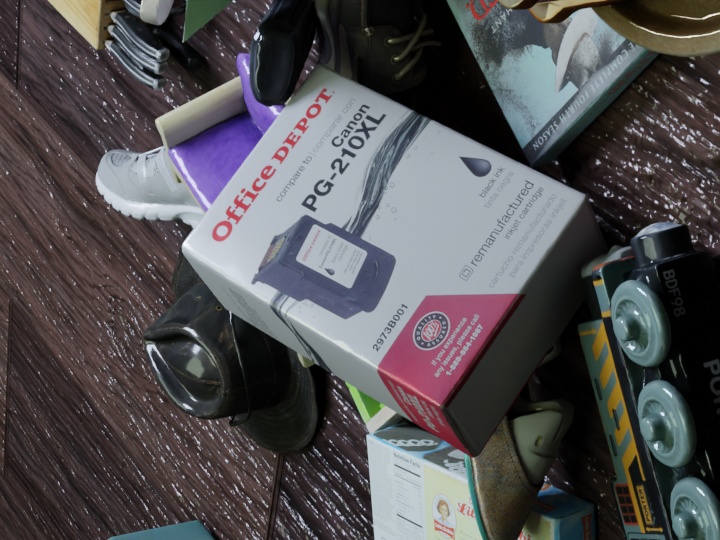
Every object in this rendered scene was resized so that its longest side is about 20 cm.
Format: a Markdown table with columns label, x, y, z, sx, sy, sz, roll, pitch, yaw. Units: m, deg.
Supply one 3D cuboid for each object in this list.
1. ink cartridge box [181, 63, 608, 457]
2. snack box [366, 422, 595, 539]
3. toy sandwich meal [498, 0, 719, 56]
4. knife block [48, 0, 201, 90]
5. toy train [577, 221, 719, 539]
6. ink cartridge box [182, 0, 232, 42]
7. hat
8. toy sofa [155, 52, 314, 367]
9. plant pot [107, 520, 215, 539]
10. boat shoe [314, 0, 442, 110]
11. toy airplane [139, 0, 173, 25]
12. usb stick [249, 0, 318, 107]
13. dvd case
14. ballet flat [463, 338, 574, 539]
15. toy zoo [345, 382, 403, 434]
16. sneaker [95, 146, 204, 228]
| label | x | y | z | sx | sy | sz | roll | pitch | yaw |
| --- | --- | --- | --- | --- | --- | --- | --- | --- | --- |
| ink cartridge box | 0.019 | -0.010 | 0.984 | 0.199 | 0.145 | 0.084 | 29 | 166 | 29 |
| snack box | 0.078 | 0.183 | 1.129 | 0.200 | 0.037 | 0.117 | 18 | 117 | 53 |
| toy sandwich meal | 0.139 | -0.196 | 0.824 | 0.205 | 0.070 | 0.206 | 15 | 110 | 48 |
| knife block | -0.196 | -0.213 | 1.363 | 0.200 | 0.064 | 0.177 | -21 | 84 | 58 |
| toy train | 0.170 | 0.076 | 0.908 | 0.114 | 0.085 | 0.201 | -20 | 85 | 67 |
| ink cartridge box | -0.038 | -0.228 | 0.998 | 0.048 | 0.200 | 0.146 | 17 | 124 | 11 |
| hat | -0.118 | 0.065 | 1.335 | 0.200 | 0.081 | 0.201 | 37 | 138 | 42 |
| toy sofa | -0.056 | -0.045 | 1.132 | 0.200 | 0.083 | 0.098 | 54 | 166 | 30 |
| plant pot | -0.165 | 0.331 | 1.476 | 0.141 | 0.141 | 0.201 | -51 | 53 | 52 |
| boat shoe | 0.019 | -0.145 | 1.055 | 0.073 | 0.074 | 0.200 | 40 | 152 | 19 |
| toy airplane | -0.093 | -0.281 | 1.094 | 0.140 | 0.199 | 0.201 | 13 | 127 | 26 |
| usb stick | -0.047 | -0.148 | 1.089 | 0.200 | 0.032 | 0.056 | -84 | 6 | -73 |
| dvd case | 0.095 | -0.180 | 0.967 | 0.201 | 0.022 | 0.146 | 65 | 147 | 15 |
| ballet flat | 0.091 | 0.069 | 1.025 | 0.067 | 0.068 | 0.201 | -11 | 87 | 20 |
| toy zoo | 0.000 | 0.000 | 1.189 | 0.131 | 0.020 | 0.201 | -45 | 65 | 54 |
| sneaker | -0.131 | -0.079 | 1.325 | 0.199 | 0.075 | 0.082 | 14 | 108 | 42 |
